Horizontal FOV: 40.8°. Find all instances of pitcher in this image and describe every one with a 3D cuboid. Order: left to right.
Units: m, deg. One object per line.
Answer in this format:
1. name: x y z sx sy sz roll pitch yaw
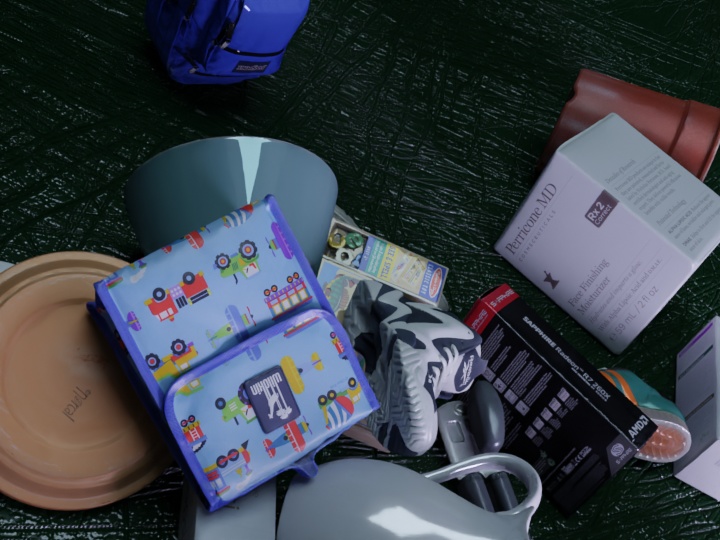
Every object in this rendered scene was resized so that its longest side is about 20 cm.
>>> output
1. pitcher: 0.044 0.200 0.764 0.198 0.122 0.172 8 33 8

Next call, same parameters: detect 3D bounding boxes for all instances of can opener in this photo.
1. can opener: 0.117 0.197 0.877 0.052 0.067 0.201 -1 54 -20

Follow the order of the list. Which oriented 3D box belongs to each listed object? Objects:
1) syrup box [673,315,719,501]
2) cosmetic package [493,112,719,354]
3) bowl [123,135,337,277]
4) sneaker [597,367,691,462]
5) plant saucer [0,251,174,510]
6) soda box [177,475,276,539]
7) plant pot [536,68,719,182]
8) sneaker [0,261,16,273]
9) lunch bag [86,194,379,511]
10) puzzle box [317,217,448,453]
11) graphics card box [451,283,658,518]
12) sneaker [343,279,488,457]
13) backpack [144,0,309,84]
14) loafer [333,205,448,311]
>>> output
1. syrup box: 0.404 0.152 1.073 0.078 0.082 0.201 28 42 -3
2. cosmetic package: 0.303 -0.047 1.152 0.200 0.165 0.165 41 42 15
3. bowl: -0.113 -0.023 0.883 0.199 0.201 0.106 5 61 -26
4. sneaker: 0.246 0.136 1.014 0.199 0.072 0.080 21 28 -8
5. plant saucer: -0.219 0.082 0.751 0.199 0.032 0.202 6 75 -22
6. soda box: -0.105 0.162 0.777 0.063 0.068 0.201 13 43 -17
7. plant pot: 0.352 -0.163 1.292 0.194 0.202 0.201 25 40 8
8. sneaker: -0.234 0.039 0.835 0.199 0.078 0.100 27 33 -17
9. lunch bag: -0.091 0.071 0.734 0.150 0.094 0.201 -29 88 -22
10. puzzle box: -0.001 0.059 0.928 0.132 0.025 0.201 23 60 -8
11. graphics card box: 0.169 0.124 0.931 0.200 0.126 0.051 45 42 18
12. sneaker: 0.066 0.090 0.849 0.129 0.080 0.199 13 23 -22
13. backpack: -0.159 -0.301 1.117 0.162 0.200 0.169 -3 60 -35
14. loafer: 0.000 0.000 1.011 0.199 0.070 0.070 35 58 4
